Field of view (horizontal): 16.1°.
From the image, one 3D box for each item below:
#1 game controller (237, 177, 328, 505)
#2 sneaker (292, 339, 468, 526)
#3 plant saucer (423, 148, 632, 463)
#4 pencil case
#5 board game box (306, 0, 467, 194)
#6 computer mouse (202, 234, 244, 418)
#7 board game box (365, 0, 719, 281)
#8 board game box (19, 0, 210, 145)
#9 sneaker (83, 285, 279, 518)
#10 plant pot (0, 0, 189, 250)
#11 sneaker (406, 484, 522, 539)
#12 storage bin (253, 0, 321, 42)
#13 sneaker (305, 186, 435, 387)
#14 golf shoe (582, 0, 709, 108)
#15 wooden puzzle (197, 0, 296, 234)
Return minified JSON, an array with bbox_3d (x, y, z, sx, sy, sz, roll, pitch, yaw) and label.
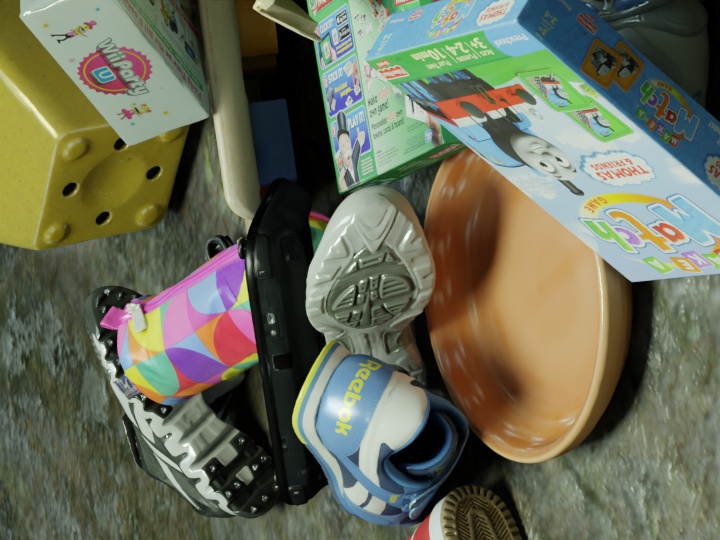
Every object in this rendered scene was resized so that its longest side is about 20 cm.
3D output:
[{"bbox_3d":[-0.043,0.045,1.587,0.104,0.042,0.200,-84,-11,-61],"label":"game controller"},{"bbox_3d":[0.025,0.111,1.527,0.082,0.200,0.074,16,74,24],"label":"sneaker"},{"bbox_3d":[0.099,0.010,1.472,0.200,0.037,0.201,17,110,60],"label":"plant saucer"},{"bbox_3d":[-0.087,0.027,1.722,0.200,0.088,0.089,-27,70,41],"label":"pencil case"},{"bbox_3d":[0.017,-0.125,1.483,0.200,0.029,0.135,161,101,-72],"label":"board game box"},{"bbox_3d":[-0.116,0.064,1.873,0.200,0.044,0.110,-57,48,49],"label":"computer mouse"},{"bbox_3d":[0.117,-0.068,1.283,0.037,0.200,0.151,-60,22,-18],"label":"board game box"},{"bbox_3d":[-0.157,-0.204,1.601,0.148,0.064,0.200,53,-157,-51],"label":"board game box"},{"bbox_3d":[-0.145,0.103,1.835,0.200,0.066,0.090,53,144,-7],"label":"sneaker"},{"bbox_3d":[-0.231,-0.126,1.911,0.200,0.195,0.194,50,138,33],"label":"plant pot"},{"bbox_3d":[0.066,0.243,1.543,0.112,0.071,0.200,-45,50,52],"label":"sneaker"},{"bbox_3d":[-0.038,-0.260,1.447,0.200,0.094,0.199,-60,31,11],"label":"storage bin"},{"bbox_3d":[0.000,0.000,1.540,0.200,0.078,0.100,94,169,-56],"label":"sneaker"},{"bbox_3d":[0.118,-0.110,1.380,0.200,0.078,0.097,0,101,63],"label":"golf shoe"},{"bbox_3d":[-0.072,-0.121,1.700,0.200,0.046,0.186,59,-156,-87],"label":"wooden puzzle"}]
